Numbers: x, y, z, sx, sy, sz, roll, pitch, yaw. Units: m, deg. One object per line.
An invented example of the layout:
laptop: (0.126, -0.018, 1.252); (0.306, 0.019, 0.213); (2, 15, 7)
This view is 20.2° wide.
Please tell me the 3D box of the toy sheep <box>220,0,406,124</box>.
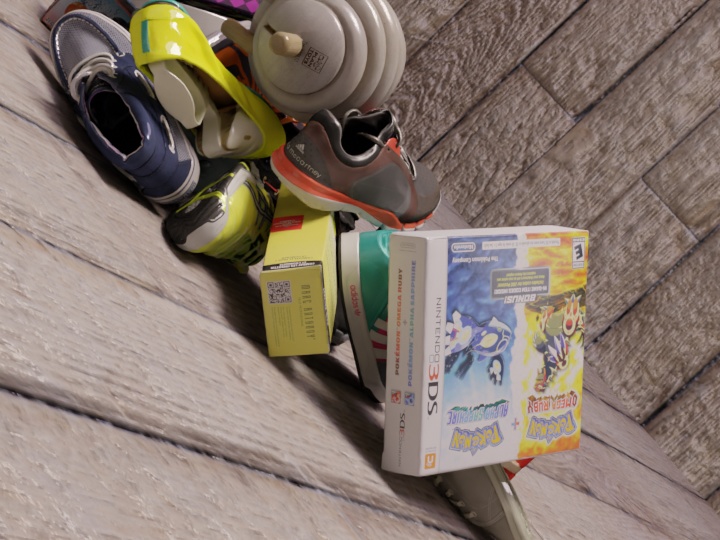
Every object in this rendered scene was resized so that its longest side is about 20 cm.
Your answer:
toy sheep: (-0.032, -0.179, 1.616); (0.138, 0.138, 0.200); (48, 23, 10)

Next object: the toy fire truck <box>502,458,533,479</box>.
toy fire truck: (0.087, 0.129, 1.859); (0.141, 0.049, 0.200); (50, 8, 18)

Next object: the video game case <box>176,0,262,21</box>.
video game case: (-0.103, -0.238, 1.770); (0.199, 0.036, 0.181); (14, 3, -28)

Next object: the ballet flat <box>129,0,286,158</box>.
ballet flat: (-0.121, -0.128, 1.579); (0.200, 0.066, 0.067); (51, 31, -48)

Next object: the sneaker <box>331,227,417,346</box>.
sneaker: (0.000, 0.000, 1.781); (0.075, 0.115, 0.200); (47, 7, 2)

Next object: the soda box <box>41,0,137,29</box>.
soda box: (-0.195, -0.182, 1.832); (0.200, 0.064, 0.068); (46, 8, -14)

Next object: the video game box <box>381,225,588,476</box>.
video game box: (0.100, 0.060, 1.587); (0.047, 0.184, 0.199); (10, 10, 44)

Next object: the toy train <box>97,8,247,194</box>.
toy train: (-0.165, -0.136, 1.727); (0.200, 0.085, 0.114); (44, 20, -37)

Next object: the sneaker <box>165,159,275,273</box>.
sneaker: (-0.098, -0.039, 1.608); (0.077, 0.075, 0.200); (57, 13, -3)

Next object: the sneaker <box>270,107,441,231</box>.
sneaker: (0.016, -0.086, 1.612); (0.077, 0.082, 0.199); (48, 22, 26)

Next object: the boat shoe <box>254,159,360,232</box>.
boat shoe: (-0.070, -0.070, 1.949); (0.074, 0.063, 0.201); (45, -7, -33)

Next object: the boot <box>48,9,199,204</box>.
boot: (-0.197, -0.144, 1.579); (0.200, 0.073, 0.090); (52, 3, 27)

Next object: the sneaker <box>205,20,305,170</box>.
sneaker: (-0.090, -0.144, 1.699); (0.113, 0.077, 0.200); (63, 23, 3)

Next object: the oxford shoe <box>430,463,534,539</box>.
oxford shoe: (0.091, 0.171, 1.665); (0.201, 0.057, 0.075); (61, 1, -11)

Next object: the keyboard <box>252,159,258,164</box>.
keyboard: (-0.185, -0.161, 1.945); (0.200, 0.040, 0.104); (44, -15, -15)

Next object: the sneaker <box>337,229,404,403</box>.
sneaker: (0.052, 0.035, 1.660); (0.201, 0.120, 0.084); (77, 10, -52)

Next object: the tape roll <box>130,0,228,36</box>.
tape roll: (-0.174, -0.238, 1.998); (0.201, 0.037, 0.203); (20, 1, 0)

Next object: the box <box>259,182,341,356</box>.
box: (-0.044, -0.008, 1.587); (0.200, 0.050, 0.076); (-82, 168, -65)
